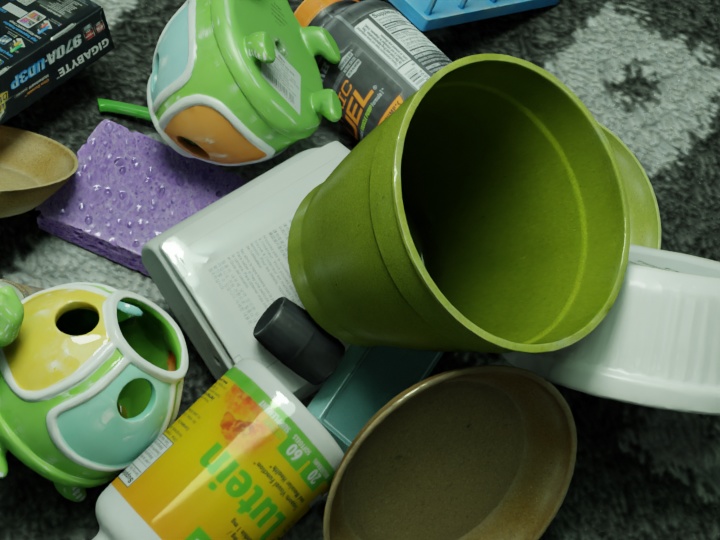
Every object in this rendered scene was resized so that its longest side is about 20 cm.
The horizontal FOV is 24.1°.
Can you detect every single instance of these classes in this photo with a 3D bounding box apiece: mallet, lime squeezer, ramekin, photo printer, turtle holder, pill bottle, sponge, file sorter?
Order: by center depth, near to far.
[{"bbox_3d":[-0.114,0.167,1.184,0.200,0.111,0.111,-44,67,-10],"label":"pill bottle"},{"bbox_3d":[-0.209,0.065,1.205,0.186,0.131,0.141,48,26,-20],"label":"turtle holder"},{"bbox_3d":[0.209,0.036,1.250,0.201,0.202,0.095,9,98,2],"label":"ramekin"},{"bbox_3d":[0.000,0.000,1.280,0.066,0.041,0.200,47,62,-11],"label":"mallet"},{"bbox_3d":[-0.047,0.003,1.319,0.199,0.069,0.167,-33,88,-24],"label":"photo printer"},{"bbox_3d":[-0.107,-0.173,1.367,0.131,0.141,0.187,-28,70,23],"label":"turtle holder"},{"bbox_3d":[-0.154,-0.045,1.394,0.199,0.030,0.112,23,57,11],"label":"sponge"},{"bbox_3d":[0.023,-0.158,1.443,0.106,0.107,0.200,-32,63,-24],"label":"pill bottle"},{"bbox_3d":[-0.124,-0.137,1.466,0.199,0.038,0.071,-11,26,-11],"label":"lime squeezer"},{"bbox_3d":[0.097,-0.315,1.509,0.199,0.123,0.139,-18,56,-45],"label":"file sorter"}]

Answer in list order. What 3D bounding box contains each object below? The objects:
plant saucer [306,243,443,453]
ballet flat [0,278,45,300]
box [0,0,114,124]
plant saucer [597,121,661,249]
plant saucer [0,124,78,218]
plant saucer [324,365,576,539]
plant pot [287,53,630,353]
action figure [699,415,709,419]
[{"bbox_3d":[0.035,0.055,1.297,0.070,0.019,0.200,42,73,-21],"label":"plant saucer"},{"bbox_3d":[-0.318,0.040,1.297,0.199,0.067,0.068,-11,61,-13],"label":"ballet flat"},{"bbox_3d":[-0.333,-0.201,1.445,0.199,0.046,0.159,30,56,35],"label":"box"},{"bbox_3d":[0.147,-0.035,1.376,0.199,0.031,0.201,2,79,-13],"label":"plant saucer"},{"bbox_3d":[-0.327,-0.079,1.353,0.199,0.036,0.200,7,19,-2],"label":"plant saucer"},{"bbox_3d":[0.058,0.146,1.184,0.199,0.201,0.035,-21,36,-18],"label":"plant saucer"},{"bbox_3d":[0.051,-0.025,1.184,0.199,0.193,0.202,9,73,-32],"label":"plant pot"},{"bbox_3d":[0.371,0.150,1.263,0.192,0.105,0.201,-13,53,-2],"label":"action figure"}]
